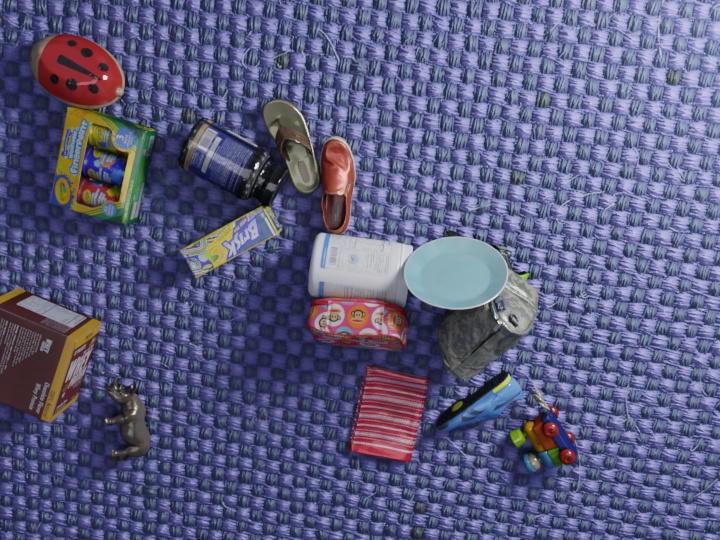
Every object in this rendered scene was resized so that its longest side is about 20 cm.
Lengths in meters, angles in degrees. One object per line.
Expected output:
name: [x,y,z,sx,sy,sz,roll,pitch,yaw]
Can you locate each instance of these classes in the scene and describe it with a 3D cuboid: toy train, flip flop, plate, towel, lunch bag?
toy train: [0.369,0.336,1.610,0.115,0.085,0.201,-30,99,22]
flip flop: [-0.137,-0.248,1.515,0.080,0.058,0.202,-18,101,7]
plate: [0.181,0.009,1.434,0.198,0.201,0.026,-4,132,4]
towel: [0.061,0.316,1.647,0.143,0.022,0.202,12,103,0]
lunch bag: [0.248,0.107,1.485,0.139,0.168,0.200,34,128,-10]
lunch bag: [-0.001,0.116,1.535,0.198,0.176,0.083,5,73,11]

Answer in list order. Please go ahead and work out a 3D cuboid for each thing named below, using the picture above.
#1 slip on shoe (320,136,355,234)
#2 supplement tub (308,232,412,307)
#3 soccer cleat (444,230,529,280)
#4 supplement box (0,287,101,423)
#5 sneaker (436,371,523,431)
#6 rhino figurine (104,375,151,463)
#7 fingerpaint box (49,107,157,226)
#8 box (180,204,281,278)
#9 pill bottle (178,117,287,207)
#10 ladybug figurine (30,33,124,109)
slip on shoe: [-0.049,-0.169,1.527,0.073,0.061,0.202,3,101,4]
supplement tub: [0.000,0.000,1.525,0.198,0.132,0.133,8,103,1]
soccer cleat: [0.258,-0.027,1.544,0.200,0.068,0.081,39,92,-12]
supplement box: [-0.693,0.177,1.601,0.198,0.133,0.199,22,103,-1]
sneaker: [0.257,0.300,1.611,0.199,0.066,0.079,-35,102,10]
rhino figurine: [-0.515,0.325,1.659,0.087,0.060,0.202,-9,102,-15]
fingerpaint box: [-0.524,-0.212,1.536,0.165,0.073,0.202,17,103,0]
box: [-0.266,-0.063,1.560,0.199,0.064,0.071,-28,100,8]
pill bottle: [-0.251,-0.211,1.502,0.199,0.112,0.113,28,102,-3]
ladybug figurine: [-0.561,-0.397,1.487,0.198,0.072,0.137,22,86,-2]
